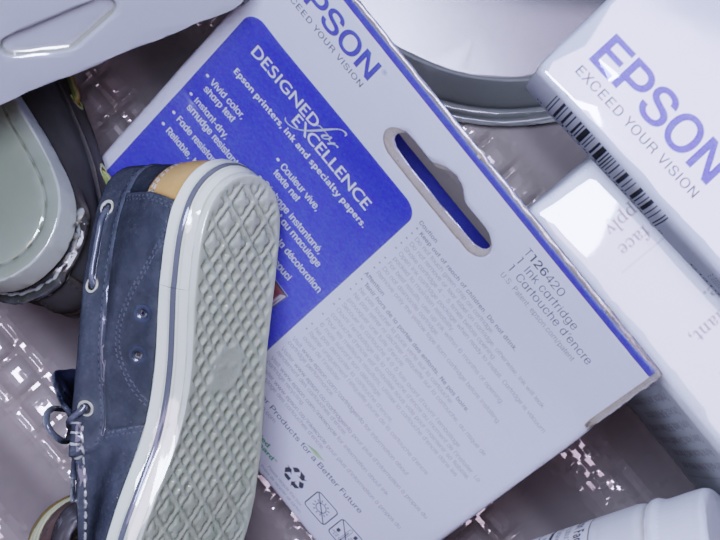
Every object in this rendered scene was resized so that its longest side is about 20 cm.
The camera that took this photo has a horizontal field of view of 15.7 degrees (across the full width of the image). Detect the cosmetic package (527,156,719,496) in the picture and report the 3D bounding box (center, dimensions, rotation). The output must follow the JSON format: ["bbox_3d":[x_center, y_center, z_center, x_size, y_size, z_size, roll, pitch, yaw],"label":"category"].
[{"bbox_3d":[0.179,0.010,0.973,0.165,0.165,0.200,-39,88,-3],"label":"cosmetic package"}]

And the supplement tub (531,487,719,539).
[{"bbox_3d":[0.056,0.170,0.955,0.199,0.132,0.132,-20,87,14],"label":"supplement tub"}]

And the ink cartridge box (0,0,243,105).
[{"bbox_3d":[-0.126,-0.164,0.954,0.145,0.083,0.200,-22,43,6],"label":"ink cartridge box"}]

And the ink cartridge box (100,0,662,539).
[{"bbox_3d":[0.000,0.000,0.967,0.198,0.200,0.047,51,43,3],"label":"ink cartridge box"}]

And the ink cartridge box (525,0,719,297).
[{"bbox_3d":[0.193,-0.060,0.876,0.200,0.043,0.196,-43,88,-4],"label":"ink cartridge box"}]

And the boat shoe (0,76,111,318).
[{"bbox_3d":[-0.146,-0.067,1.006,0.072,0.061,0.202,-31,57,14],"label":"boat shoe"}]

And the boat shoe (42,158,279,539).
[{"bbox_3d":[-0.078,0.055,0.955,0.062,0.075,0.201,14,101,32],"label":"boat shoe"}]

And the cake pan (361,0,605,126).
[{"bbox_3d":[0.059,-0.159,1.045,0.199,0.037,0.201,0,86,-2],"label":"cake pan"}]

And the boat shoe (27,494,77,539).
[{"bbox_3d":[-0.080,0.182,1.006,0.073,0.065,0.201,-25,88,-3],"label":"boat shoe"}]
